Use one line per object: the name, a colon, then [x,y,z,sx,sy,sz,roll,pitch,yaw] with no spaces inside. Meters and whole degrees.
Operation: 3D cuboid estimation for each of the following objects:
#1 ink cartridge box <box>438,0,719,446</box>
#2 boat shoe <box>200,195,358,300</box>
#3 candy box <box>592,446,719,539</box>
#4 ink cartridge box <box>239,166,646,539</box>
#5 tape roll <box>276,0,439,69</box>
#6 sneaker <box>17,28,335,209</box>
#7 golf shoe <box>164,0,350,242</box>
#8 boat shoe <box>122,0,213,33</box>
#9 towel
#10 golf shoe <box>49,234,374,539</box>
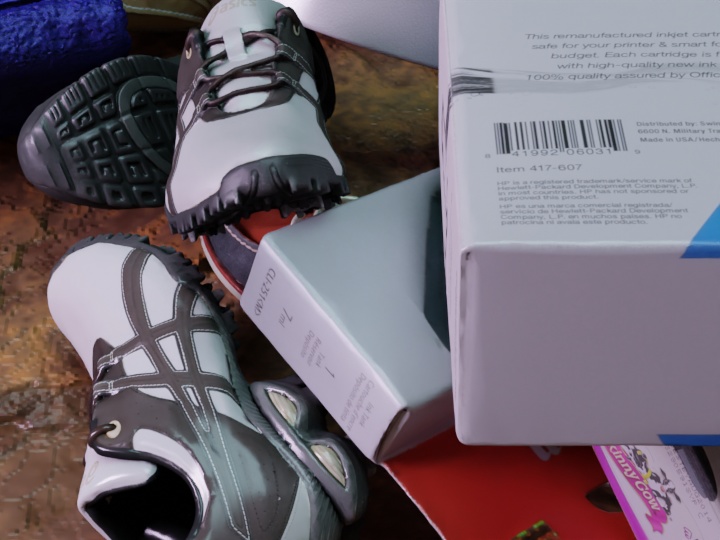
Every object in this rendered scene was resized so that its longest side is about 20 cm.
ink cartridge box: [0.102,-0.031,0.648,0.146,0.084,0.200,0,34,1]
boat shoe: [0.000,0.000,0.828,0.071,0.063,0.200,-30,47,-32]
candy box: [0.195,0.062,0.703,0.200,0.061,0.137,-22,84,-29]
ink cartridge box: [0.080,0.029,0.720,0.200,0.044,0.174,-23,60,-37]
tape roll: [0.012,-0.150,0.972,0.202,0.037,0.203,17,14,-4]
sneaker: [-0.099,-0.071,0.898,0.091,0.076,0.200,-12,7,40]
golf shoe: [-0.052,-0.069,0.766,0.078,0.095,0.200,-12,11,-5]
boat shoe: [-0.171,-0.141,0.988,0.200,0.072,0.076,4,77,-33]
towel: [-0.220,-0.093,0.882,0.200,0.148,0.050,-14,84,-21]
golf shoe: [-0.086,0.055,0.730,0.094,0.078,0.200,-25,45,-30]
